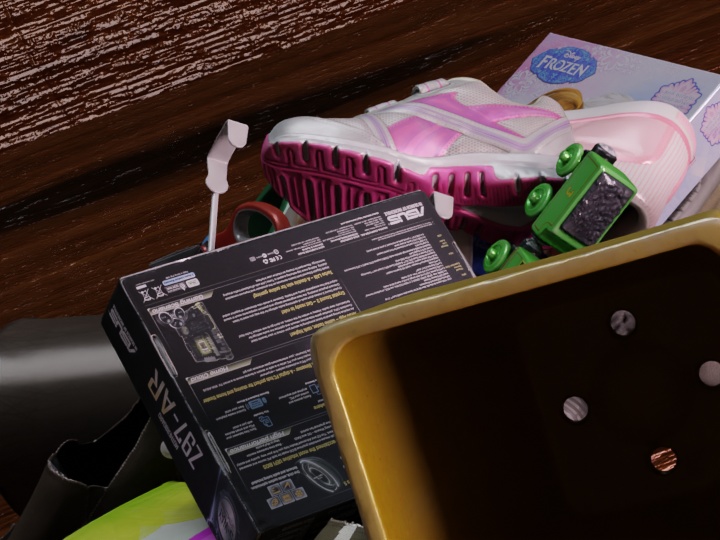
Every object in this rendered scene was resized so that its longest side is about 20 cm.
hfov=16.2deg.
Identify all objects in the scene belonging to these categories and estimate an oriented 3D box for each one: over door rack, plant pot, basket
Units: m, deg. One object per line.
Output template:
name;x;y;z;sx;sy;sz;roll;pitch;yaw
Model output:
over door rack;-0.031;0.034;1.428;0.147;0.201;0.067;18;-28;-20
plant pot;0.116;0.075;1.167;0.193;0.196;0.200;-16;7;17
basket;-0.107;0.086;1.569;0.199;0.137;0.180;-8;-15;20

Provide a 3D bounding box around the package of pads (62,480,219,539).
package of pads;-0.121;0.180;1.339;0.200;0.068;0.154;-29;16;-36

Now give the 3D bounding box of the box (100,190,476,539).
box;-0.014;0.053;1.343;0.199;0.161;0.044;-18;-25;-31

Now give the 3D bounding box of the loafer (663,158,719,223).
loafer;0.224;-0.038;1.708;0.075;0.070;0.200;-1;39;47

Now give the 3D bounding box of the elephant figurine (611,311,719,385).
elephant figurine;0.197;0.023;1.410;0.200;0.155;0.141;-43;-27;9

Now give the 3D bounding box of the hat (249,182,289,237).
hat;-0.016;0.022;1.953;0.200;0.176;0.166;-57;13;7

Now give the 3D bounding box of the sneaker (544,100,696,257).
sneaker;0.108;-0.044;1.590;0.200;0.075;0.105;-10;38;32

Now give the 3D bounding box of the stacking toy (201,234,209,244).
stacking toy;-0.022;0.037;1.763;0.199;0.117;0.110;-4;21;7

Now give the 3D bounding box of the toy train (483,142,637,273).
toy train;0.088;0.013;1.455;0.200;0.042;0.056;-54;25;12

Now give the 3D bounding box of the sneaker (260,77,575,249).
sneaker;0.040;-0.069;1.514;0.199;0.082;0.088;6;51;-6

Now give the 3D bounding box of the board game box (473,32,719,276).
board game box;0.133;-0.063;1.699;0.200;0.041;0.200;-49;33;-13

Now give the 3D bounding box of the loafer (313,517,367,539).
loafer;-0.014;0.158;1.265;0.200;0.070;0.075;-27;15;-29

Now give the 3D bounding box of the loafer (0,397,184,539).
loafer;-0.165;0.132;1.468;0.200;0.071;0.073;-42;32;5

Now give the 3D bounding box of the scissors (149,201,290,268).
scissors;-0.095;-0.018;1.674;0.014;0.074;0.200;-6;13;-28

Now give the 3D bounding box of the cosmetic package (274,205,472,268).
cosmetic package;0.000;0.000;1.626;0.103;0.088;0.200;6;-20;-13

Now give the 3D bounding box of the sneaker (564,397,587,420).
sneaker;0.118;0.047;1.480;0.066;0.091;0.200;-11;15;36
